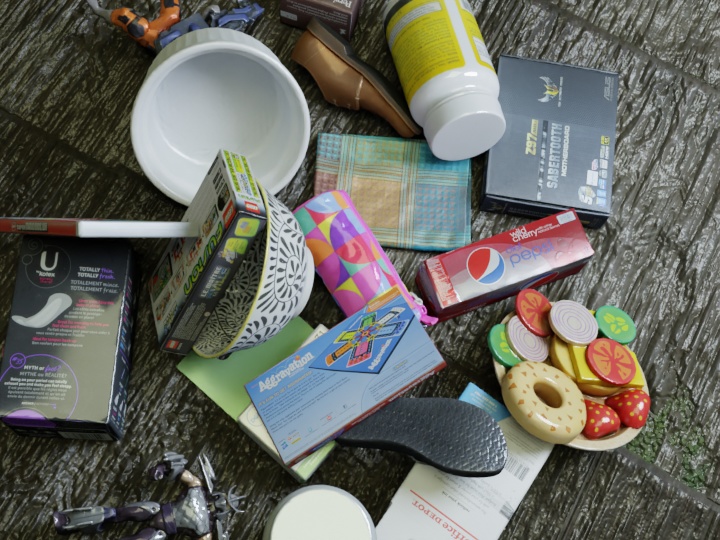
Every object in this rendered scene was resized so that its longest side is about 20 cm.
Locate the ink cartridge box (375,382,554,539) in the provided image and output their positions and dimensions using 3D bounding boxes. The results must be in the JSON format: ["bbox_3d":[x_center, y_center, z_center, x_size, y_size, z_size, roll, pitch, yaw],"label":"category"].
[{"bbox_3d":[0.107,0.241,1.045,0.116,0.068,0.201,34,71,9],"label":"ink cartridge box"}]

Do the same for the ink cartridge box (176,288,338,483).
[{"bbox_3d":[-0.090,0.118,1.087,0.200,0.048,0.146,41,73,8],"label":"ink cartridge box"}]

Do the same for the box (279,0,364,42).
[{"bbox_3d":[-0.030,-0.410,1.262,0.099,0.075,0.202,17,72,1],"label":"box"}]

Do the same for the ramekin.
[{"bbox_3d":[-0.161,-0.178,1.108,0.198,0.202,0.098,-8,32,-7],"label":"ramekin"}]

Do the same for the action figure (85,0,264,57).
[{"bbox_3d":[-0.220,-0.296,1.216,0.194,0.105,0.199,51,47,6],"label":"action figure"}]

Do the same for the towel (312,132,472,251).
[{"bbox_3d":[0.040,-0.097,1.184,0.197,0.022,0.148,4,70,-2],"label":"towel"}]

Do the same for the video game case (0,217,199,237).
[{"bbox_3d":[-0.287,-0.046,1.033,0.142,0.199,0.018,-2,94,-45],"label":"video game case"}]

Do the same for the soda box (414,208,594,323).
[{"bbox_3d":[0.168,-0.004,1.134,0.198,0.070,0.064,-18,74,-11],"label":"soda box"}]

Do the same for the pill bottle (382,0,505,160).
[{"bbox_3d":[0.103,-0.244,1.179,0.113,0.115,0.202,-11,64,-8],"label":"pill bottle"}]

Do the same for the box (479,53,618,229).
[{"bbox_3d":[0.236,-0.162,1.205,0.156,0.051,0.202,9,71,0],"label":"box"}]

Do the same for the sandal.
[{"bbox_3d":[0.062,0.170,1.019,0.198,0.043,0.077,11,60,23],"label":"sandal"}]

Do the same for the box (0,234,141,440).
[{"bbox_3d":[-0.313,0.075,1.053,0.121,0.106,0.202,4,70,-4],"label":"box"}]

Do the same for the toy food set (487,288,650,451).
[{"bbox_3d":[0.235,0.108,1.079,0.198,0.049,0.199,6,50,-17],"label":"toy food set"}]

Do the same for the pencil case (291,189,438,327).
[{"bbox_3d":[0.000,0.000,1.106,0.088,0.088,0.201,-34,83,-14],"label":"pencil case"}]

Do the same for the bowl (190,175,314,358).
[{"bbox_3d":[-0.112,0.003,1.064,0.093,0.200,0.203,14,67,-33],"label":"bowl"}]

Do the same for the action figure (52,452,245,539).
[{"bbox_3d":[-0.217,0.266,1.015,0.198,0.070,0.131,-12,67,-11],"label":"action figure"}]

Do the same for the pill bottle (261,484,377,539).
[{"bbox_3d":[-0.041,0.274,0.953,0.112,0.200,0.114,1,70,-4],"label":"pill bottle"}]

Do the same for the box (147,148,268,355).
[{"bbox_3d":[-0.170,-0.018,1.041,0.034,0.201,0.111,14,35,-32],"label":"box"}]

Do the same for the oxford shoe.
[{"bbox_3d":[-0.004,-0.227,1.212,0.200,0.071,0.071,43,105,10],"label":"oxford shoe"}]

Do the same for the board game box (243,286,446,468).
[{"bbox_3d":[-0.018,0.112,1.029,0.199,0.019,0.103,-33,65,0],"label":"board game box"}]
